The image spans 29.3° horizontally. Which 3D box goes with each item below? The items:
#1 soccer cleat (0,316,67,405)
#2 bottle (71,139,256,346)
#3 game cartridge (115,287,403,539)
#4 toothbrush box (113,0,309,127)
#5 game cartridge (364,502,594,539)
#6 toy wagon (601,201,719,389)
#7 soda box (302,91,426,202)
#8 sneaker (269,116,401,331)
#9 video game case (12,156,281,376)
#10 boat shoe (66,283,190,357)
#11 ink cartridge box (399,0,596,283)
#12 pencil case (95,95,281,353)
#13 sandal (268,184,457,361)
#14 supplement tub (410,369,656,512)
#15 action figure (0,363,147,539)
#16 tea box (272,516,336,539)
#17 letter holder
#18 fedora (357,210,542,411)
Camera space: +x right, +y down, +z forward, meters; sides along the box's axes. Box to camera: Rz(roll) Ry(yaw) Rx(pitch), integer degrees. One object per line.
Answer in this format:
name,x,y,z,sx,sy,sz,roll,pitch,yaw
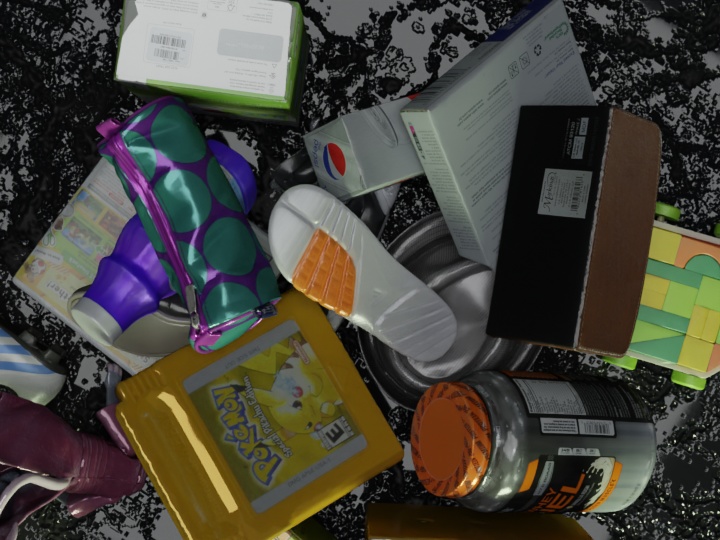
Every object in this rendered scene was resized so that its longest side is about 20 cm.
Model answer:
soccer cleat,-0.365,0.061,1.268,0.199,0.070,0.087,37,90,-1
bottle,-0.172,-0.022,1.209,0.065,0.084,0.200,30,64,19
game cartridge,-0.088,0.132,1.172,0.199,0.032,0.177,-29,82,-21
toothbrush box,-0.123,-0.184,1.200,0.144,0.200,0.087,8,92,0
game cartridge,0.102,0.239,1.220,0.197,0.176,0.033,5,90,0
toy wagon,0.317,0.030,1.286,0.198,0.040,0.157,16,91,0
soda box,0.049,-0.119,1.218,0.199,0.063,0.069,-20,91,-37
sneaker,-0.038,-0.040,1.268,0.113,0.075,0.202,22,85,0
video game case,-0.194,-0.002,1.292,0.199,0.023,0.183,37,90,-2
boat shoe,-0.166,0.041,1.262,0.198,0.057,0.067,11,127,3
ink cartridge box,0.140,-0.106,1.222,0.196,0.043,0.201,-41,121,-32
pencil case,-0.140,-0.038,1.132,0.085,0.092,0.202,-29,86,36
sandal,-0.005,0.007,1.189,0.206,0.059,0.079,41,87,-22
supplement tub,0.150,0.150,1.209,0.198,0.122,0.124,5,91,-30
action figure,-0.250,0.167,1.230,0.198,0.149,0.135,8,105,-33
tea box,-0.082,0.332,1.242,0.196,0.134,0.201,40,91,0
letter holder,0.204,-0.029,1.195,0.141,0.100,0.202,12,87,-44
fedora,0.088,0.040,1.259,0.200,0.090,0.177,-44,91,0
